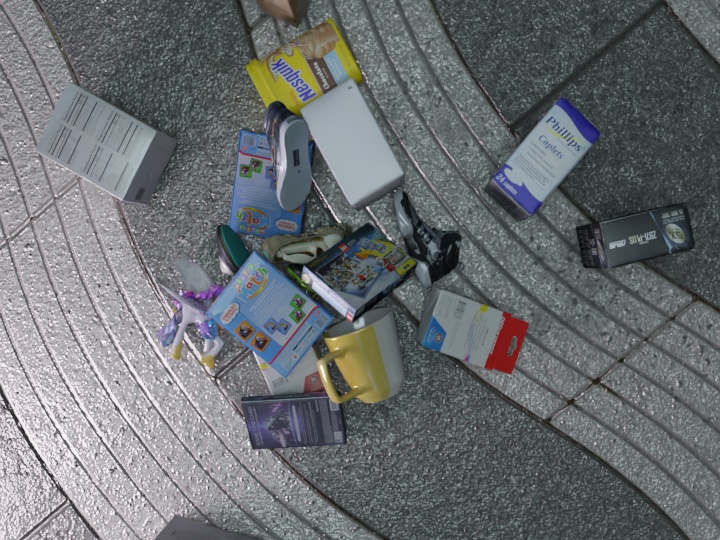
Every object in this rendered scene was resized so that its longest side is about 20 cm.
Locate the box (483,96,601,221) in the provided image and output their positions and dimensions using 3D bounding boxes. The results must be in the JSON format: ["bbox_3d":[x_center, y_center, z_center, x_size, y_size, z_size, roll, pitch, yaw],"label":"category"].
[{"bbox_3d":[0.343,-0.206,1.528,0.105,0.184,0.201,41,92,3],"label":"box"}]

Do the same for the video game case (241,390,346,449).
[{"bbox_3d":[-0.131,0.301,1.596,0.195,0.019,0.145,-3,128,3],"label":"video game case"}]

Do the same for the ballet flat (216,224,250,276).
[{"bbox_3d":[-0.240,0.002,1.604,0.073,0.073,0.201,-38,105,2],"label":"ballet flat"}]

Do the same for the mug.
[{"bbox_3d":[0.002,0.180,1.571,0.183,0.149,0.156,-22,99,-11],"label":"mug"}]

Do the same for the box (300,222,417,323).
[{"bbox_3d":[0.000,0.000,1.527,0.136,0.199,0.038,38,137,19],"label":"box"}]

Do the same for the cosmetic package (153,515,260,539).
[{"bbox_3d":[-0.308,0.590,1.550,0.195,0.199,0.126,14,91,3],"label":"cosmetic package"}]

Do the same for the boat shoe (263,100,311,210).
[{"bbox_3d":[-0.140,-0.218,1.516,0.070,0.203,0.091,-17,45,-26],"label":"boat shoe"}]

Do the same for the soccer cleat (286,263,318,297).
[{"bbox_3d":[-0.061,0.021,1.576,0.198,0.067,0.082,31,88,-35],"label":"soccer cleat"}]

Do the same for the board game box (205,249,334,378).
[{"bbox_3d":[-0.172,0.084,1.526,0.199,0.037,0.152,40,92,-13],"label":"board game box"}]

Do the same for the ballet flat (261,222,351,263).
[{"bbox_3d":[-0.096,-0.044,1.572,0.196,0.075,0.069,-11,126,-24],"label":"ballet flat"}]

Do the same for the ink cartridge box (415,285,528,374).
[{"bbox_3d":[0.221,0.119,1.584,0.196,0.067,0.119,20,92,-11],"label":"ink cartridge box"}]

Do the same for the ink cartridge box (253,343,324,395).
[{"bbox_3d":[-0.151,0.155,1.597,0.114,0.068,0.204,-22,100,2],"label":"ink cartridge box"}]

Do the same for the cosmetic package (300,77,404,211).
[{"bbox_3d":[-0.010,-0.234,1.535,0.121,0.200,0.202,-29,89,2],"label":"cosmetic package"}]

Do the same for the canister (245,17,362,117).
[{"bbox_3d":[-0.111,-0.392,1.596,0.197,0.087,0.151,-30,90,1],"label":"canister"}]

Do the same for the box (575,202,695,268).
[{"bbox_3d":[0.515,-0.063,1.514,0.160,0.200,0.088,-13,90,2],"label":"box"}]

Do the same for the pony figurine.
[{"bbox_3d":[-0.328,0.079,1.590,0.191,0.167,0.202,31,110,-1],"label":"pony figurine"}]

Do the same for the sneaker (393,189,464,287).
[{"bbox_3d":[0.138,-0.077,1.596,0.112,0.076,0.204,-20,96,2],"label":"sneaker"}]

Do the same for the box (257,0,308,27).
[{"bbox_3d":[-0.153,-0.549,1.537,0.093,0.200,0.079,26,91,2],"label":"box"}]

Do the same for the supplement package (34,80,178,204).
[{"bbox_3d":[-0.497,-0.247,1.580,0.197,0.152,0.153,29,92,2],"label":"supplement package"}]

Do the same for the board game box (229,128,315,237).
[{"bbox_3d":[-0.178,-0.167,1.593,0.148,0.037,0.205,11,107,2],"label":"board game box"}]
